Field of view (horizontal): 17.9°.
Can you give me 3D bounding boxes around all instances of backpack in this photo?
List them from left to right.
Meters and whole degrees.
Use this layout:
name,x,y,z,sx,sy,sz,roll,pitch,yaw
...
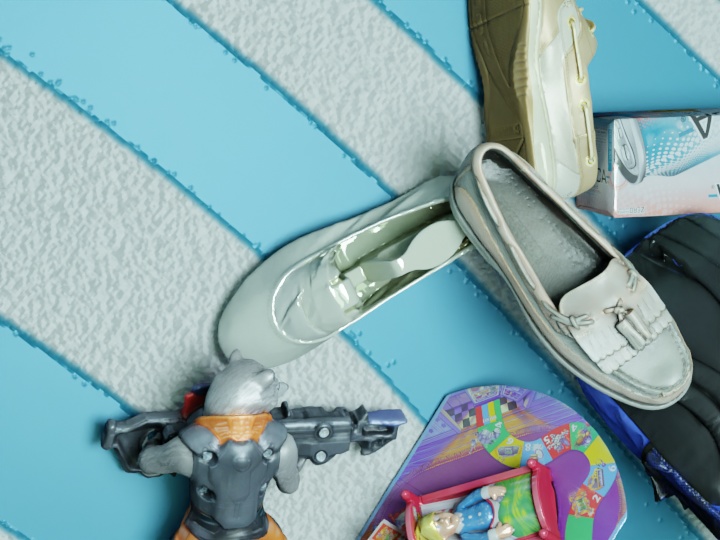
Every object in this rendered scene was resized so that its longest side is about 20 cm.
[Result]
name,x,y,z,sx,sy,sz,roll,pitch,yaw
backpack,0.233,0.078,1.495,0.162,0.168,0.200,-42,73,-10

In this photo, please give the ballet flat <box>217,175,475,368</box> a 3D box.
name,x,y,z,sx,sy,sz,roll,pitch,yaw
ballet flat,0.000,0.000,1.455,0.200,0.069,0.070,-30,105,-13

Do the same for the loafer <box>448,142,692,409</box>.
name,x,y,z,sx,sy,sz,roll,pitch,yaw
loafer,0.129,0.003,1.406,0.072,0.063,0.200,-40,78,-14

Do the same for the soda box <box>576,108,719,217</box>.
name,x,y,z,sx,sy,sz,roll,pitch,yaw
soda box,0.247,-0.074,1.531,0.200,0.064,0.069,-4,98,-19

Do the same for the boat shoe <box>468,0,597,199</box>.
name,x,y,z,sx,sy,sz,roll,pitch,yaw
boat shoe,0.118,-0.142,1.481,0.069,0.074,0.200,-9,101,-30

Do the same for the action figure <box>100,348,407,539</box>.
name,x,y,z,sx,sy,sz,roll,pitch,yaw
action figure,-0.055,0.143,1.437,0.200,0.105,0.194,-9,109,-14

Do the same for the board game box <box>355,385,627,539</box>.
name,x,y,z,sx,sy,sz,roll,pitch,yaw
board game box,0.072,0.165,1.455,0.200,0.158,0.039,-58,147,-3
